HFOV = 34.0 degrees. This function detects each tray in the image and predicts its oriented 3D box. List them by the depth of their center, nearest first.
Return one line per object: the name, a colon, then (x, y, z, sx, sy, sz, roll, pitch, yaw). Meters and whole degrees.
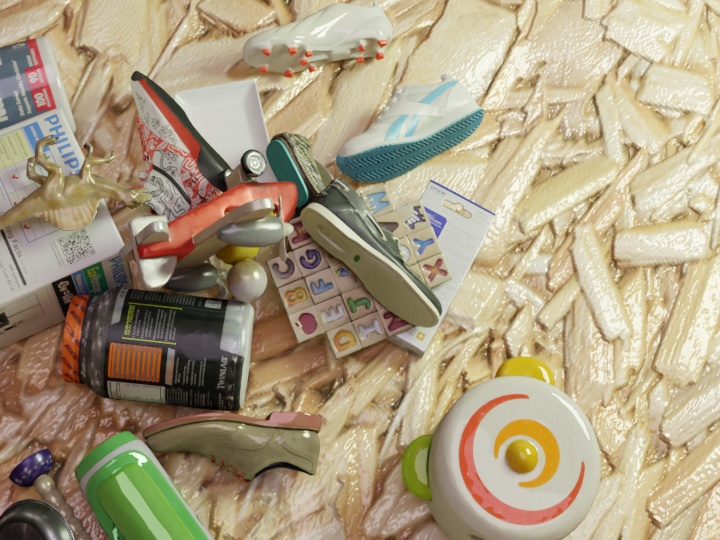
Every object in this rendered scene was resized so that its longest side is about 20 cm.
tray: (-0.160, -0.134, 1.439, 0.106, 0.022, 0.202, -11, 71, -9)

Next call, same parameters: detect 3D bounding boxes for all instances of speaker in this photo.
speaker: (-0.218, 0.272, 1.250, 0.088, 0.089, 0.201, -35, 77, -16)

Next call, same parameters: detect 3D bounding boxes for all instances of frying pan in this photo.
frying pan: (-0.314, 0.310, 1.216, 0.188, 0.031, 0.116, 21, 97, 24)

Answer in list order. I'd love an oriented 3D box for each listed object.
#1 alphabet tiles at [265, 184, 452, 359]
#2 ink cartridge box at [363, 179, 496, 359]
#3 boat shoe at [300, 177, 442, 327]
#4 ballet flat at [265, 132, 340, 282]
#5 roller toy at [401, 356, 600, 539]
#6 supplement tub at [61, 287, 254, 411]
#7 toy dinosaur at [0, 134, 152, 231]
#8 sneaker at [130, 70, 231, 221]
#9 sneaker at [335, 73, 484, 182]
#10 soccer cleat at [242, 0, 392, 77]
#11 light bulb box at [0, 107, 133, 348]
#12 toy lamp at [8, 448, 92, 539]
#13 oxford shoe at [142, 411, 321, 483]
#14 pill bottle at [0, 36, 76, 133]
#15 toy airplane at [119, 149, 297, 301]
alphabet tiles: (0.000, 0.000, 1.356, 0.198, 0.006, 0.168, -22, 87, -13)
ink cartridge box: (0.078, -0.003, 1.406, 0.094, 0.037, 0.201, 28, 72, 6)
boat shoe: (0.025, -0.019, 1.326, 0.200, 0.072, 0.068, 45, 56, -7)
ballet flat: (-0.049, -0.074, 1.405, 0.075, 0.068, 0.202, -10, 75, -42)
roller toy: (0.165, 0.212, 1.278, 0.199, 0.140, 0.183, -36, 77, -17)
supplement tub: (-0.221, 0.085, 1.298, 0.197, 0.123, 0.124, 7, 69, -3)
toy dinosaur: (-0.326, -0.085, 1.253, 0.198, 0.058, 0.102, -15, 74, -12)
sneaker: (-0.244, -0.141, 1.402, 0.108, 0.067, 0.202, -45, 66, 9)
sneaker: (0.051, -0.175, 1.452, 0.198, 0.077, 0.081, -25, 65, -20)
soccer cleat: (-0.057, -0.296, 1.489, 0.198, 0.069, 0.078, -10, 66, -17)
light bulb box: (-0.386, -0.042, 1.328, 0.198, 0.125, 0.200, -24, 73, -15)
toy lamp: (-0.299, 0.285, 1.252, 0.058, 0.058, 0.200, -37, 76, -17)
oxford shoe: (-0.140, 0.196, 1.294, 0.197, 0.071, 0.076, -1, 75, -4)
pill bottle: (-0.446, -0.191, 1.381, 0.198, 0.120, 0.121, -18, 72, -11)
toy airplane: (-0.156, -0.025, 1.271, 0.198, 0.200, 0.142, -32, 93, 8)
